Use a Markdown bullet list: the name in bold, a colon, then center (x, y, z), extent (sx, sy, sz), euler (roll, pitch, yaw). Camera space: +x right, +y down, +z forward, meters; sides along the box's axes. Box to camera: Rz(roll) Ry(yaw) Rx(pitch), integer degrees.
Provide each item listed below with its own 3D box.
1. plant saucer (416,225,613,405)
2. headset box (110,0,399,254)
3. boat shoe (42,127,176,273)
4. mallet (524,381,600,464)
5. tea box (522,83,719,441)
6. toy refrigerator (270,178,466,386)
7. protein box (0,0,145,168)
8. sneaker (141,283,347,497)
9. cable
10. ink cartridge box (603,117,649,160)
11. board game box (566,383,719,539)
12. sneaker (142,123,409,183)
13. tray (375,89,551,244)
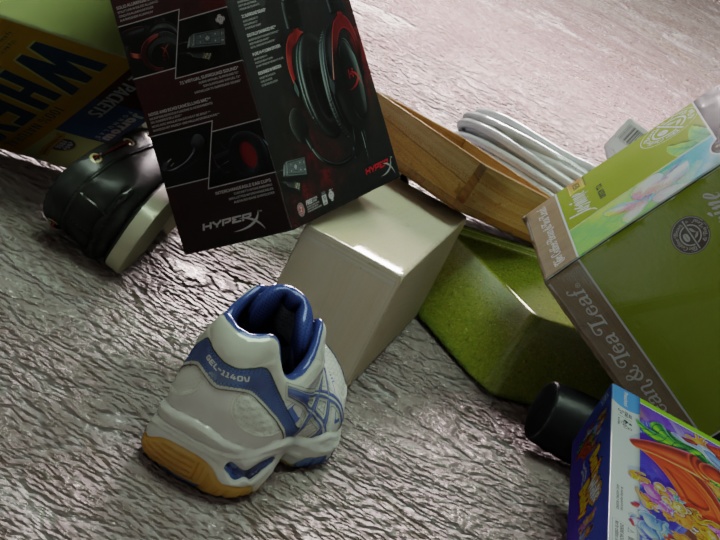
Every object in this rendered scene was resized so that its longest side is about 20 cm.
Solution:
- **plant saucer**: center (0.125, 0.033, 1.573), extent (0.200, 0.048, 0.200), euler (17, 19, -34)
- **headset box**: center (-0.064, -0.126, 1.355), extent (0.075, 0.200, 0.149), euler (-12, 7, 27)
- **boat shoe**: center (-0.122, -0.056, 1.401), extent (0.063, 0.074, 0.201), euler (37, 21, 4)
- **mallet**: center (0.145, 0.130, 1.331), extent (0.066, 0.041, 0.200), euler (23, 21, -23)
- **tea box**: center (0.233, 0.010, 1.428), extent (0.200, 0.197, 0.134), euler (54, 8, -16)
- **toy refrigerator**: center (0.000, 0.000, 1.422), extent (0.070, 0.076, 0.200), euler (29, 16, 6)
- **protein box**: center (-0.216, -0.193, 1.407), extent (0.200, 0.135, 0.199), euler (16, 58, -35)
- **sneaker**: center (-0.038, 0.048, 1.186), extent (0.075, 0.088, 0.200), euler (27, 14, 6)
- **cable**: center (0.149, -0.044, 1.761), extent (0.200, 0.069, 0.200), euler (32, 1, 12)
- **ink cartridge box**: center (0.238, -0.037, 1.830), extent (0.095, 0.037, 0.200), euler (39, -13, 23)
- **board game box**: center (0.174, 0.149, 1.231), extent (0.134, 0.045, 0.200), euler (29, 23, -6)
- **sneaker**: center (-0.056, -0.109, 1.663), extent (0.200, 0.081, 0.146), euler (21, 20, -2)
- **tray**: center (0.064, -0.064, 1.562), extent (0.099, 0.037, 0.200), euler (36, 7, 20)
